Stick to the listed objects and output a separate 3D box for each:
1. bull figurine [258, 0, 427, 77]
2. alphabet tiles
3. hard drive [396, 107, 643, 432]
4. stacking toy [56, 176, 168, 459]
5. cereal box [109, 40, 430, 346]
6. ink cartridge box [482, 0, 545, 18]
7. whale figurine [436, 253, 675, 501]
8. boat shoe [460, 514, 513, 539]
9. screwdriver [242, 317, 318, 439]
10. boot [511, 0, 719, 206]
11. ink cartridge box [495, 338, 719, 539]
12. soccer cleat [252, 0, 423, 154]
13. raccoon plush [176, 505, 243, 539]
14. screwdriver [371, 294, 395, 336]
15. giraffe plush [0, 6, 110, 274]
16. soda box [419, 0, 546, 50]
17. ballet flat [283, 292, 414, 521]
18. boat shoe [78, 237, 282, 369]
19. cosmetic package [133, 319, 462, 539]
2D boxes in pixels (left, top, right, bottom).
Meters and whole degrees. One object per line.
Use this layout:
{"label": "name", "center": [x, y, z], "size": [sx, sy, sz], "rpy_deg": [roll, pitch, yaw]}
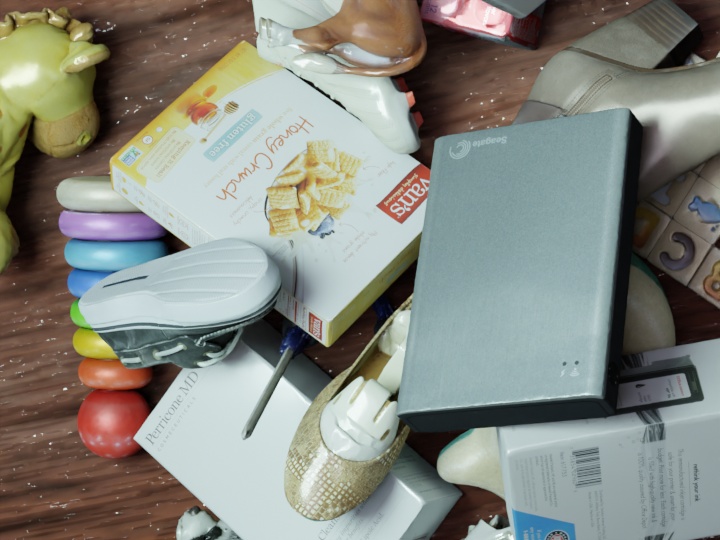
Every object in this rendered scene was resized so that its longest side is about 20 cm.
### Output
{"label": "bull figurine", "center": [-0.014, -0.213, 1.547], "size": [0.121, 0.065, 0.201], "rpy_deg": [-6, 55, -8]}
{"label": "alphabet tiles", "center": [0.234, -0.077, 1.523], "size": [0.200, 0.008, 0.168], "rpy_deg": [35, 101, 18]}
{"label": "hard drive", "center": [0.101, -0.001, 1.432], "size": [0.139, 0.033, 0.201], "rpy_deg": [-8, 58, 29]}
{"label": "stacking toy", "center": [-0.175, 0.034, 1.646], "size": [0.085, 0.085, 0.201], "rpy_deg": [3, 97, 21]}
{"label": "cereal box", "center": [-0.051, -0.056, 1.574], "size": [0.200, 0.040, 0.144], "rpy_deg": [35, 61, 18]}
{"label": "ink cartridge box", "center": [0.082, -0.288, 1.444], "size": [0.147, 0.146, 0.200], "rpy_deg": [-38, 77, 14]}
{"label": "whale figurine", "center": [0.123, 0.062, 1.521], "size": [0.158, 0.104, 0.200], "rpy_deg": [20, 121, -13]}
{"label": "boat shoe", "center": [0.096, 0.200, 1.543], "size": [0.199, 0.071, 0.070], "rpy_deg": [-28, 52, 22]}
{"label": "screwdriver", "center": [-0.055, 0.060, 1.527], "size": [0.029, 0.200, 0.028], "rpy_deg": [14, 119, 12]}
{"label": "boot", "center": [0.195, -0.082, 1.486], "size": [0.146, 0.070, 0.200], "rpy_deg": [-46, 55, 1]}
{"label": "ink cartridge box", "center": [0.189, 0.112, 1.455], "size": [0.199, 0.116, 0.068], "rpy_deg": [-9, 43, 0]}
{"label": "soccer cleat", "center": [-0.026, -0.151, 1.590], "size": [0.077, 0.069, 0.200], "rpy_deg": [-32, 69, -2]}
{"label": "raccoon plush", "center": [-0.108, 0.263, 1.622], "size": [0.133, 0.097, 0.201], "rpy_deg": [-11, 115, 10]}
{"label": "screwdriver", "center": [0.000, 0.000, 1.600], "size": [0.029, 0.028, 0.201], "rpy_deg": [-25, 78, -11]}
{"label": "giraffe plush", "center": [-0.258, -0.115, 1.649], "size": [0.162, 0.200, 0.173], "rpy_deg": [-34, 58, -17]}
{"label": "soda box", "center": [0.103, -0.255, 1.548], "size": [0.070, 0.063, 0.201], "rpy_deg": [15, 93, 20]}
{"label": "ballet flat", "center": [0.014, 0.077, 1.513], "size": [0.070, 0.065, 0.200], "rpy_deg": [30, 57, 7]}
{"label": "boat shoe", "center": [-0.109, 0.028, 1.532], "size": [0.200, 0.072, 0.071], "rpy_deg": [-5, 123, 53]}
{"label": "cosmetic package", "center": [-0.044, 0.135, 1.583], "size": [0.200, 0.081, 0.113], "rpy_deg": [38, 103, 17]}
